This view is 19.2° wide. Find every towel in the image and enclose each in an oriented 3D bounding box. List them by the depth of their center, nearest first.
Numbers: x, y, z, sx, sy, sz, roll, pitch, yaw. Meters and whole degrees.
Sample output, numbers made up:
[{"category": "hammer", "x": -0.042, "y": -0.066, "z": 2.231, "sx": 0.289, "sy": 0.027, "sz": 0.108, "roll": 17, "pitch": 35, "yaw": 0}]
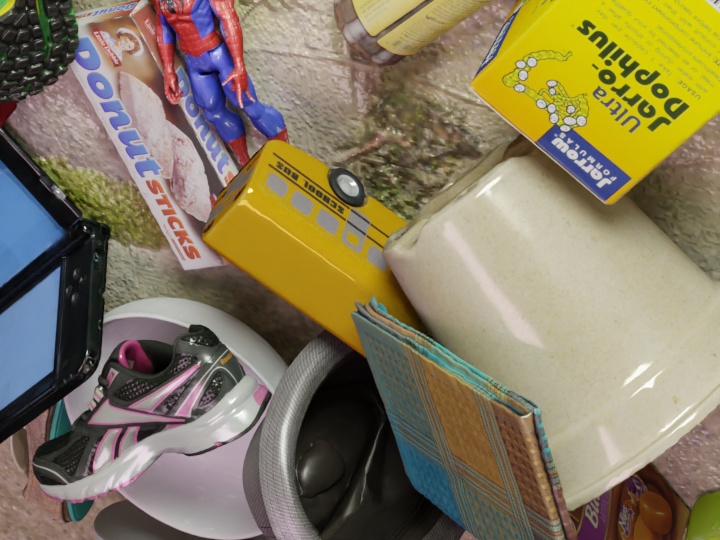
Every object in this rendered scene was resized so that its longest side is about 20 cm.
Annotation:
[{"category": "towel", "x": 0.067, "y": 0.107, "z": 1.259, "sx": 0.200, "sy": 0.022, "sz": 0.148, "roll": 31, "pitch": 145, "yaw": 57}]

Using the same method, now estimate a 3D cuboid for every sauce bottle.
[{"category": "sauce bottle", "x": 0.068, "y": -0.185, "z": 1.208, "sx": 0.065, "sy": 0.065, "sz": 0.199, "roll": 47, "pitch": 134, "yaw": -16}]

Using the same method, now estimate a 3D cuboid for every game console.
[{"category": "game console", "x": -0.280, "y": 0.018, "z": 1.543, "sx": 0.116, "sy": 0.177, "sz": 0.200, "roll": 20, "pitch": 144, "yaw": -31}]

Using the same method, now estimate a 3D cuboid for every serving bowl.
[{"category": "serving bowl", "x": -0.117, "y": 0.098, "z": 1.549, "sx": 0.198, "sy": 0.066, "sz": 0.202, "roll": 15, "pitch": 128, "yaw": 20}]

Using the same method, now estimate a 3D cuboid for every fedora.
[{"category": "fedora", "x": -0.007, "y": 0.124, "z": 1.439, "sx": 0.090, "sy": 0.201, "sz": 0.177, "roll": -12, "pitch": 124, "yaw": 51}]

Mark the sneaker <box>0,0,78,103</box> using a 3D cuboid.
[{"category": "sneaker", "x": -0.218, "y": -0.188, "z": 1.356, "sx": 0.086, "sy": 0.077, "sz": 0.201, "roll": 58, "pitch": 135, "yaw": 34}]

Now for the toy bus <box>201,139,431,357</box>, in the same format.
[{"category": "toy bus", "x": 0.000, "y": 0.000, "z": 1.367, "sx": 0.199, "sy": 0.079, "sz": 0.065, "roll": 36, "pitch": 127, "yaw": -14}]

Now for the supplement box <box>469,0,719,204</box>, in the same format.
[{"category": "supplement box", "x": 0.169, "y": -0.149, "z": 1.152, "sx": 0.109, "sy": 0.109, "sz": 0.200, "roll": 38, "pitch": 135, "yaw": -8}]

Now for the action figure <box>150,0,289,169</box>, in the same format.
[{"category": "action figure", "x": -0.094, "y": -0.129, "z": 1.359, "sx": 0.065, "sy": 0.052, "sz": 0.201, "roll": 0, "pitch": 126, "yaw": 35}]

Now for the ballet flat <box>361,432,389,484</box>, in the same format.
[{"category": "ballet flat", "x": 0.041, "y": 0.141, "z": 1.515, "sx": 0.198, "sy": 0.070, "sz": 0.070, "roll": 1, "pitch": 129, "yaw": 23}]

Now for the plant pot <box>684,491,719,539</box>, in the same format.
[{"category": "plant pot", "x": 0.317, "y": 0.268, "z": 1.388, "sx": 0.198, "sy": 0.182, "sz": 0.201, "roll": -12, "pitch": 123, "yaw": 35}]

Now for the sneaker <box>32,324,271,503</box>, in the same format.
[{"category": "sneaker", "x": -0.155, "y": 0.091, "z": 1.481, "sx": 0.199, "sy": 0.080, "sz": 0.087, "roll": -25, "pitch": 102, "yaw": 28}]

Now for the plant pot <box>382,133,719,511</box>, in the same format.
[{"category": "plant pot", "x": 0.117, "y": 0.019, "z": 1.287, "sx": 0.184, "sy": 0.200, "sz": 0.200, "roll": 51, "pitch": 133, "yaw": -5}]

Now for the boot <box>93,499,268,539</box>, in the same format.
[{"category": "boot", "x": -0.116, "y": 0.246, "z": 1.676, "sx": 0.198, "sy": 0.074, "sz": 0.096, "roll": 11, "pitch": 126, "yaw": 19}]

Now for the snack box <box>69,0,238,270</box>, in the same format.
[{"category": "snack box", "x": -0.130, "y": -0.088, "z": 1.428, "sx": 0.071, "sy": 0.024, "sz": 0.201, "roll": -6, "pitch": 125, "yaw": 34}]

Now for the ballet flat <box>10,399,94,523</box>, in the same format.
[{"category": "ballet flat", "x": -0.243, "y": 0.120, "z": 1.644, "sx": 0.067, "sy": 0.068, "sz": 0.201, "roll": 24, "pitch": 134, "yaw": 17}]

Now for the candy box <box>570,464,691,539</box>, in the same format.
[{"category": "candy box", "x": 0.131, "y": 0.142, "z": 1.423, "sx": 0.056, "sy": 0.117, "sz": 0.200, "roll": -26, "pitch": 114, "yaw": 42}]

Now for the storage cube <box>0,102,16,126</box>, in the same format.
[{"category": "storage cube", "x": -0.365, "y": -0.121, "z": 1.415, "sx": 0.198, "sy": 0.180, "sz": 0.172, "roll": -3, "pitch": 127, "yaw": 29}]
